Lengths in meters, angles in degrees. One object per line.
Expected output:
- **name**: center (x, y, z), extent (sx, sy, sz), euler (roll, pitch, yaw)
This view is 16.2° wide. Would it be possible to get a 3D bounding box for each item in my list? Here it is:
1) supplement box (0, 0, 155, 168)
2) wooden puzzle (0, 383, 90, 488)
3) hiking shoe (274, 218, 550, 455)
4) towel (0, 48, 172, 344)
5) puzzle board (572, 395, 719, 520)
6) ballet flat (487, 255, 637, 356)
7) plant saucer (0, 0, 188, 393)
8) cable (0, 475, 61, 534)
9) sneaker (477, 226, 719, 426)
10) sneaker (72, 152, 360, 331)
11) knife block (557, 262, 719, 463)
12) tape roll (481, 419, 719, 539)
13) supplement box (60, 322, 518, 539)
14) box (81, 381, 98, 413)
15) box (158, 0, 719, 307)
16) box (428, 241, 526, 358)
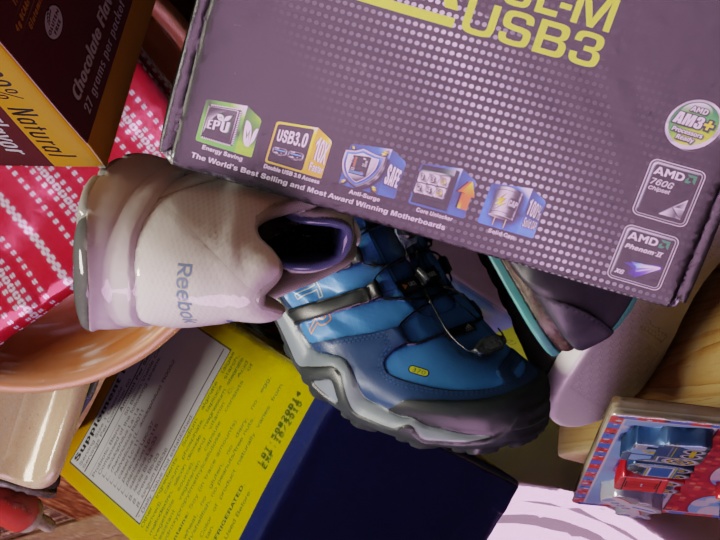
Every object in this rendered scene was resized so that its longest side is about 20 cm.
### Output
- **supplement box**: center (-0.198, -0.142, 0.887), extent (0.199, 0.134, 0.197), euler (1, 152, 25)
- **wooden puzzle**: center (-0.202, -0.018, 1.112), extent (0.199, 0.186, 0.037), euler (18, -176, -5)
- **hiking shoe**: center (0.000, 0.000, 1.041), extent (0.200, 0.074, 0.087), euler (35, 128, 28)
- **towel**: center (-0.170, -0.039, 1.029), extent (0.199, 0.023, 0.145), euler (-34, 104, 17)
- **puzzle board**: center (0.169, 0.087, 1.043), extent (0.150, 0.018, 0.200), euler (6, 166, 2)
- **ballet flat**: center (0.045, -0.063, 0.963), extent (0.200, 0.073, 0.073), euler (54, 154, 8)
- **plant saucer**: center (-0.146, -0.048, 1.054), extent (0.199, 0.037, 0.202), euler (2, 111, 6)
- **cable**: center (-0.215, 0.095, 1.189), extent (0.097, 0.051, 0.200), euler (3, 169, 30)
- **sneaker**: center (0.107, -0.040, 1.018), extent (0.070, 0.099, 0.201), euler (-2, 135, -39)
- **sneaker**: center (-0.032, -0.029, 0.955), extent (0.087, 0.200, 0.075), euler (11, 125, 19)
- **knife block**: center (0.175, 0.048, 1.014), extent (0.064, 0.176, 0.201), euler (16, 118, -28)
- **tape roll**: center (0.093, 0.164, 1.228), extent (0.201, 0.071, 0.204), euler (8, 124, 13)
- **supplement box**: center (-0.038, 0.093, 1.153), extent (0.109, 0.109, 0.200), euler (28, -179, -31)
- **box**: center (-0.219, 0.003, 1.216), extent (0.199, 0.108, 0.148), euler (18, 158, -9)
- **box**: center (0.048, -0.099, 0.856), extent (0.199, 0.048, 0.194), euler (16, 126, -4)
- **box**: center (0.033, 0.016, 1.193), extent (0.200, 0.048, 0.122), euler (33, 148, -34)
